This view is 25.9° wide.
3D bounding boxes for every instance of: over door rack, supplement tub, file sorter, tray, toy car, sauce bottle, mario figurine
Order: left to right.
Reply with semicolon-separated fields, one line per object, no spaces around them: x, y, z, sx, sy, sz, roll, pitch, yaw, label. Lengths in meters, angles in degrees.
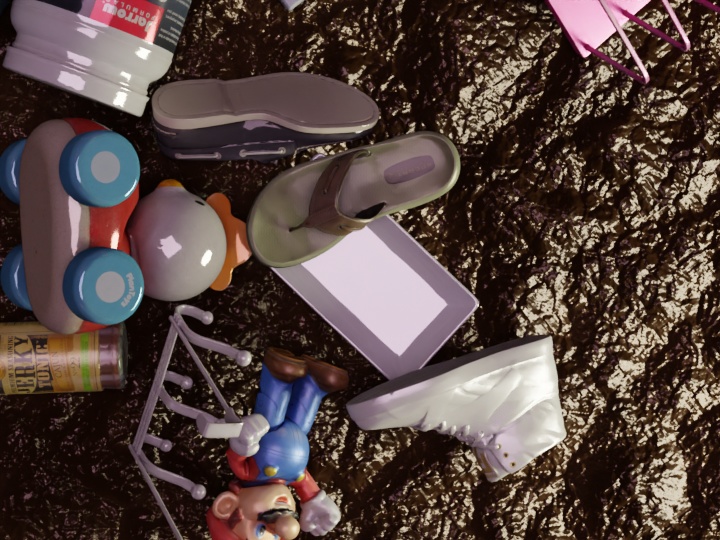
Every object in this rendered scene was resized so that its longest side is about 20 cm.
-0.303;0.077;1.358;0.198;0.065;0.065;-4;94;-4;sauce bottle
-0.208;-0.243;1.307;0.140;0.140;0.201;19;92;-5;supplement tub
-0.184;-0.040;1.330;0.199;0.184;0.178;-3;94;-32;toy car
-0.135;0.139;1.295;0.066;0.200;0.149;11;113;-20;over door rack
-0.063;0.176;1.362;0.123;0.106;0.201;16;93;-8;mario figurine
0.000;0.000;1.398;0.200;0.022;0.107;43;90;-6;tray
0.259;-0.277;1.323;0.200;0.125;0.139;-41;127;-2;file sorter

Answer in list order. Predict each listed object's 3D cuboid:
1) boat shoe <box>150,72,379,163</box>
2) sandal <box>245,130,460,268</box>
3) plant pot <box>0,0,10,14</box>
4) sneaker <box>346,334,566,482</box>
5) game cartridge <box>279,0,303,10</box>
-0.084;-0.128;1.376;0.198;0.073;0.063;-1;137;-10;boat shoe
-0.008;-0.069;1.353;0.200;0.057;0.080;-25;95;-3;sandal
-0.352;-0.305;1.273;0.194;0.196;0.201;9;101;-5;plant pot
0.092;0.136;1.375;0.199;0.074;0.116;-15;95;-18;sneaker
-0.071;-0.346;1.364;0.133;0.042;0.200;-37;96;-6;game cartridge
